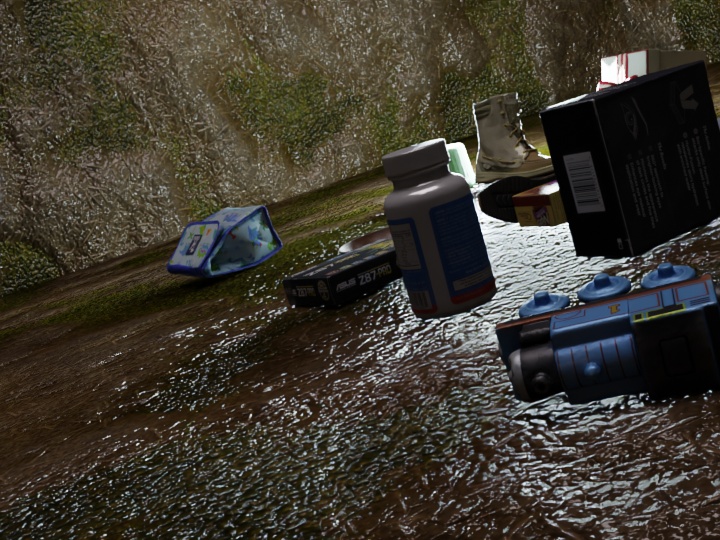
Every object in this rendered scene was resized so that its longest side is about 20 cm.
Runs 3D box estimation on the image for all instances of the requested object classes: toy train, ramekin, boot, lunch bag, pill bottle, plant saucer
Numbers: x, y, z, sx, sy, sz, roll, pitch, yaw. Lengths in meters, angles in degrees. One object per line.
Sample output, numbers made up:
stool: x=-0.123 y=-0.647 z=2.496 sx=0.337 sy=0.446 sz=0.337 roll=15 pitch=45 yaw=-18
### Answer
toy train: x=0.204 y=0.056 z=0.876 sx=0.196 sy=0.088 sz=0.114 roll=-14 pitch=16 yaw=17
ramekin: x=0.165 y=-0.224 z=2.498 sx=0.196 sy=0.100 sz=0.200 roll=-16 pitch=9 yaw=3
boot: x=0.278 y=-0.236 z=1.906 sx=0.071 sy=0.158 sz=0.198 roll=-5 pitch=2 yaw=-42
lunch bag: x=-0.295 y=-0.049 z=2.266 sx=0.199 sy=0.129 sz=0.169 roll=-37 pitch=21 yaw=-29
pill bottle: x=0.092 y=-0.053 z=1.327 sx=0.110 sy=0.204 sz=0.112 roll=-15 pitch=9 yaw=3
boot: x=0.259 y=-0.117 z=1.841 sx=0.197 sy=0.079 sz=0.138 roll=-6 pitch=0 yaw=-27
plant saucer: x=0.059 y=-0.049 z=1.882 sx=0.196 sy=0.035 sz=0.200 roll=-16 pitch=9 yaw=2

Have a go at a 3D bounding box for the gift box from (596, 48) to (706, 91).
gift box: x=0.616 y=-0.363 z=2.285 sx=0.183 sy=0.205 sz=0.184 roll=-3 pitch=0 yaw=-22

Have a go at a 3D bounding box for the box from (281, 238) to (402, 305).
box: x=0.000 y=0.000 z=1.658 sx=0.197 sy=0.050 sz=0.160 roll=-22 pitch=8 yaw=-27

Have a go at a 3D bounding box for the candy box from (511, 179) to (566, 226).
candy box: x=0.357 y=-0.126 z=1.736 sx=0.197 sy=0.058 sz=0.116 roll=-19 pitch=9 yaw=-21

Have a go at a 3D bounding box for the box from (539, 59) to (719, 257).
box: x=0.357 y=-0.140 z=1.382 sx=0.197 sy=0.200 sz=0.117 roll=-21 pitch=9 yaw=-26

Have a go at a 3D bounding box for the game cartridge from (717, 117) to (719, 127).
game cartridge: x=0.544 y=-0.165 z=1.468 sx=0.134 sy=0.041 sz=0.199 roll=-57 pitch=22 yaw=-11

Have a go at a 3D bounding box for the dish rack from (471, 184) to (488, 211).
dish rack: x=0.283 y=-0.155 z=2.046 sx=0.151 sy=0.056 sz=0.200 roll=-14 pitch=12 yaw=25
